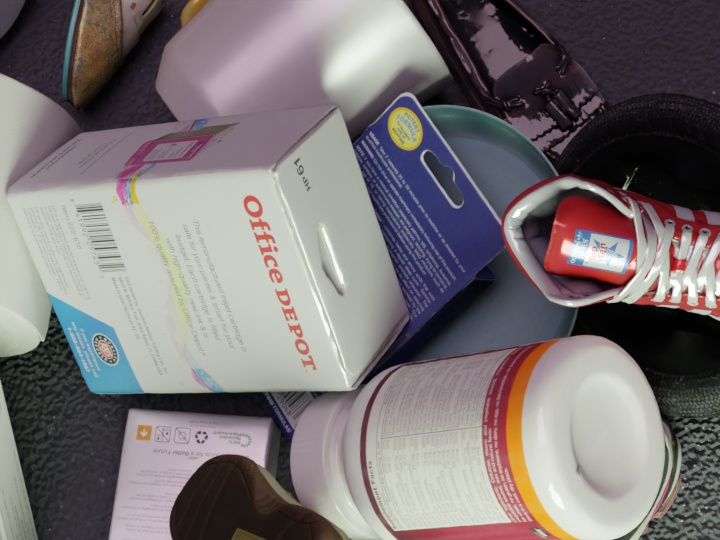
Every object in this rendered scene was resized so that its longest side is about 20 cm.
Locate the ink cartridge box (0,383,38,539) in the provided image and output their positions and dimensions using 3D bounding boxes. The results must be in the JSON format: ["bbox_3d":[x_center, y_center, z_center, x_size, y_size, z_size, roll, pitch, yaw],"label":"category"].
[{"bbox_3d":[-0.297,0.101,1.131,0.176,0.201,0.045,4,36,13],"label":"ink cartridge box"}]

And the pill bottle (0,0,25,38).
[{"bbox_3d":[-0.329,-0.230,1.287,0.200,0.112,0.113,32,80,19],"label":"pill bottle"}]

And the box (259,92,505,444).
[{"bbox_3d":[0.000,0.000,1.141,0.200,0.032,0.121,-44,66,26],"label":"box"}]

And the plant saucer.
[{"bbox_3d":[0.051,0.000,1.143,0.200,0.027,0.201,-2,87,32],"label":"plant saucer"}]

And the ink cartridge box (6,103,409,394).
[{"bbox_3d":[-0.088,-0.009,1.099,0.199,0.145,0.085,-2,29,34],"label":"ink cartridge box"}]

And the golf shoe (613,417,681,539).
[{"bbox_3d":[0.113,0.165,1.077,0.072,0.092,0.200,31,82,16],"label":"golf shoe"}]

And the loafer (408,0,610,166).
[{"bbox_3d":[0.094,-0.132,1.195,0.072,0.063,0.200,-38,69,-3],"label":"loafer"}]

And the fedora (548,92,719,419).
[{"bbox_3d":[0.201,-0.009,1.105,0.200,0.091,0.201,-1,88,42],"label":"fedora"}]

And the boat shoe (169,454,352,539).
[{"bbox_3d":[-0.045,0.161,1.054,0.072,0.076,0.200,-57,26,-4],"label":"boat shoe"}]

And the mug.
[{"bbox_3d":[-0.046,-0.133,1.199,0.153,0.187,0.150,-39,97,1],"label":"mug"}]

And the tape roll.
[{"bbox_3d":[-0.284,-0.039,1.166,0.202,0.203,0.140,6,72,13],"label":"tape roll"}]

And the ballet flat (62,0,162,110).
[{"bbox_3d":[-0.164,-0.205,1.275,0.070,0.071,0.201,-2,71,11],"label":"ballet flat"}]

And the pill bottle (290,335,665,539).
[{"bbox_3d":[0.060,0.101,1.044,0.200,0.109,0.110,-12,65,45],"label":"pill bottle"}]

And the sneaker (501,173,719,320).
[{"bbox_3d":[0.170,-0.007,0.986,0.199,0.112,0.072,11,96,31],"label":"sneaker"}]

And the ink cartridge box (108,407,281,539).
[{"bbox_3d":[-0.108,0.186,1.144,0.094,0.037,0.201,3,70,11],"label":"ink cartridge box"}]
